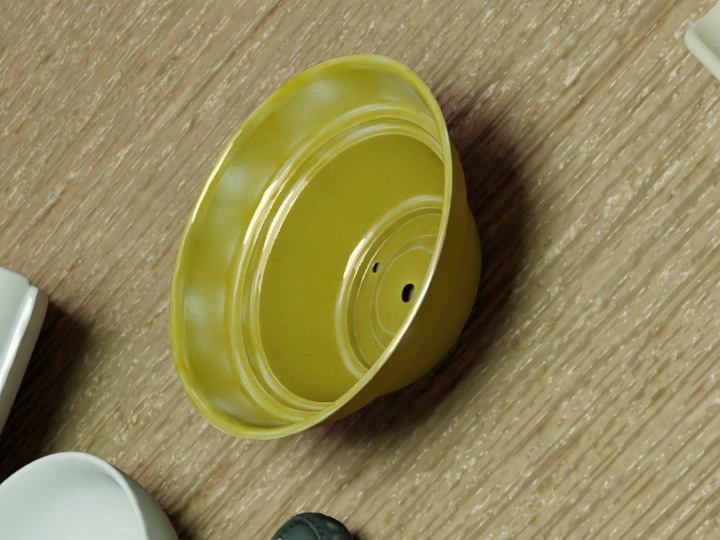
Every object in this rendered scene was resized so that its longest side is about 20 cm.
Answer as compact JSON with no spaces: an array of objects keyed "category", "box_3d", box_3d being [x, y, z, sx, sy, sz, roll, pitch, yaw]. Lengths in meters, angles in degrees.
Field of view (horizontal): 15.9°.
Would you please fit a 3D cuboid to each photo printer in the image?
[{"category":"photo printer","box_3d":[-0.243,0.092,1.475,0.166,0.069,0.200,153,138,-83]}]

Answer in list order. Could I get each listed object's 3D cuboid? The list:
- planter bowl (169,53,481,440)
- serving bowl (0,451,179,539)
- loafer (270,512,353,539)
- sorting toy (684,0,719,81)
[{"category":"planter bowl","box_3d":[0.000,0.000,1.286,0.200,0.083,0.201,-26,52,39]},{"category":"serving bowl","box_3d":[-0.154,0.202,1.370,0.200,0.066,0.201,-26,53,39]},{"category":"loafer","box_3d":[-0.066,0.208,1.264,0.068,0.070,0.201,33,97,50]},{"category":"sorting toy","box_3d":[0.242,-0.137,1.120,0.200,0.036,0.185,-52,40,15]}]
